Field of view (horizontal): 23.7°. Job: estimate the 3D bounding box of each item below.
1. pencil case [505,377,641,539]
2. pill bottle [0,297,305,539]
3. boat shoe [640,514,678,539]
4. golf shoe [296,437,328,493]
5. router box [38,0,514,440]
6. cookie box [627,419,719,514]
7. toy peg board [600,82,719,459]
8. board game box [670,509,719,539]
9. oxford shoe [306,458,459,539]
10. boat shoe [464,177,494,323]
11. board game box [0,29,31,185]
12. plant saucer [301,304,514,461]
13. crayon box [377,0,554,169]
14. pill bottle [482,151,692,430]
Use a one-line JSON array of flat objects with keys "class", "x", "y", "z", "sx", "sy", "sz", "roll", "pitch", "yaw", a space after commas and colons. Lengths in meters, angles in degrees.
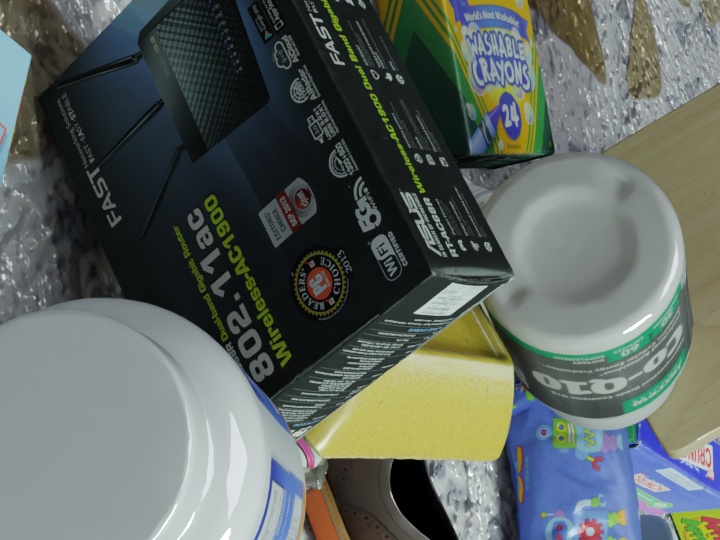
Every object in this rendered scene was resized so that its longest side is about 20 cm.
[{"class": "pencil case", "x": 0.134, "y": 0.159, "z": 1.097, "sx": 0.078, "sy": 0.087, "sz": 0.201, "roll": 132, "pitch": -45, "yaw": -74}, {"class": "pill bottle", "x": -0.082, "y": 0.071, "z": 0.593, "sx": 0.200, "sy": 0.112, "sz": 0.112, "roll": 70, "pitch": 16, "yaw": -77}, {"class": "boat shoe", "x": 0.184, "y": 0.270, "z": 1.152, "sx": 0.091, "sy": 0.071, "sz": 0.201, "roll": 49, "pitch": 48, "yaw": -40}, {"class": "golf shoe", "x": -0.082, "y": 0.070, "z": 0.783, "sx": 0.200, "sy": 0.072, "sz": 0.092, "roll": 8, "pitch": 72, "yaw": -57}, {"class": "router box", "x": -0.044, "y": -0.039, "z": 0.745, "sx": 0.062, "sy": 0.150, "sz": 0.200, "roll": 2, "pitch": 55, "yaw": -51}, {"class": "cookie box", "x": 0.205, "y": 0.059, "z": 1.243, "sx": 0.171, "sy": 0.075, "sz": 0.201, "roll": 33, "pitch": 53, "yaw": -49}, {"class": "toy peg board", "x": 0.242, "y": 0.001, "z": 1.120, "sx": 0.199, "sy": 0.200, "sz": 0.098, "roll": 61, "pitch": 3, "yaw": 25}, {"class": "board game box", "x": 0.315, "y": 0.179, "z": 1.406, "sx": 0.200, "sy": 0.048, "sz": 0.102, "roll": -49, "pitch": 121, "yaw": -52}, {"class": "oxford shoe", "x": -0.005, "y": 0.067, "z": 0.903, "sx": 0.071, "sy": 0.072, "sz": 0.200, "roll": -40, "pitch": 110, "yaw": -54}, {"class": "boat shoe", "x": 0.065, "y": -0.015, "z": 1.045, "sx": 0.068, "sy": 0.072, "sz": 0.200, "roll": 41, "pitch": 4, "yaw": 19}, {"class": "board game box", "x": -0.202, "y": -0.007, "z": 0.586, "sx": 0.105, "sy": 0.103, "sz": 0.200, "roll": 40, "pitch": 48, "yaw": -46}, {"class": "plant saucer", "x": 0.000, "y": 0.000, "z": 0.879, "sx": 0.200, "sy": 0.048, "sz": 0.200, "roll": 13, "pitch": 44, "yaw": -60}, {"class": "crayon box", "x": 0.062, "y": -0.168, "z": 1.114, "sx": 0.126, "sy": 0.051, "sz": 0.201, "roll": -8, "pitch": 86, "yaw": -59}, {"class": "pill bottle", "x": 0.132, "y": 0.020, "z": 0.977, "sx": 0.200, "sy": 0.113, "sz": 0.113, "roll": 57, "pitch": 32, "yaw": -67}]
